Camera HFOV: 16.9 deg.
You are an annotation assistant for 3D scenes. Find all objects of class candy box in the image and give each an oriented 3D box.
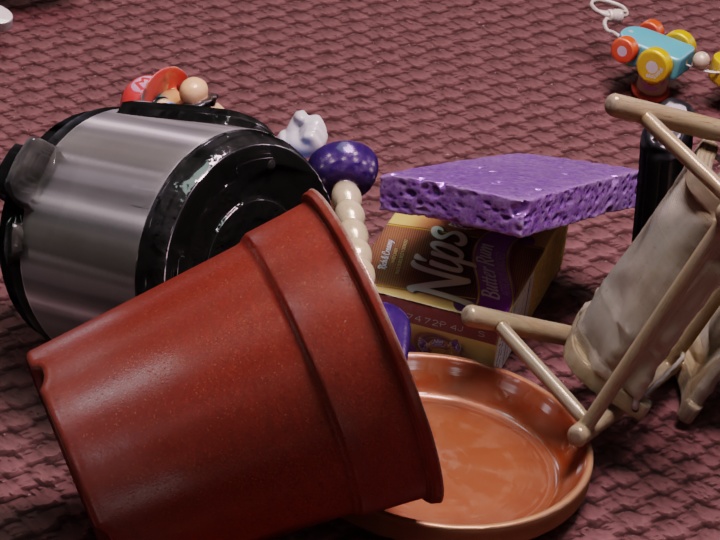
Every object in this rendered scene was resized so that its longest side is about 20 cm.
[{"bbox_3d":[0.070,0.001,1.737,0.117,0.057,0.200,15,29,14],"label":"candy box"}]

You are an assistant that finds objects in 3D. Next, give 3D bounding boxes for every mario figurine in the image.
[{"bbox_3d":[-0.100,-0.096,1.809,0.200,0.106,0.123,33,3,25],"label":"mario figurine"}]

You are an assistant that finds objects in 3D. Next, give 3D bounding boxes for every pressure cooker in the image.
[{"bbox_3d":[-0.140,-0.020,1.589,0.200,0.176,0.179,12,28,41],"label":"pressure cooker"}]

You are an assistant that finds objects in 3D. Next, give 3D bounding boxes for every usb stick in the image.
[{"bbox_3d":[0.214,-0.050,1.723,0.033,0.200,0.055,18,63,14],"label":"usb stick"}]

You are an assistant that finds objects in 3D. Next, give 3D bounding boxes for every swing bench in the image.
[{"bbox_3d":[0.211,-0.004,1.597,0.200,0.199,0.130,-3,44,-47],"label":"swing bench"}]

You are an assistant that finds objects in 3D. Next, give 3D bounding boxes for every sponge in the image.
[{"bbox_3d":[0.108,-0.055,1.689,0.111,0.030,0.200,11,13,28],"label":"sponge"}]

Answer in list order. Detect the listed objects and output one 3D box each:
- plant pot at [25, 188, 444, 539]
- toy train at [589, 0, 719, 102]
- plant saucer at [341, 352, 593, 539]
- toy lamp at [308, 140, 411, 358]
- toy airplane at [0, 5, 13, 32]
[{"bbox_3d":[-0.080,0.081,1.417,0.195,0.201,0.201,-22,36,-8],"label":"plant pot"},{"bbox_3d":[0.299,-0.187,2.124,0.200,0.056,0.150,4,29,-13],"label":"toy train"},{"bbox_3d":[0.049,0.118,1.554,0.200,0.032,0.200,6,29,-3],"label":"plant saucer"},{"bbox_3d":[0.000,0.000,1.627,0.058,0.058,0.200,2,47,-10],"label":"toy lamp"},{"bbox_3d":[-0.350,-0.283,2.044,0.199,0.141,0.200,23,33,24],"label":"toy airplane"}]
